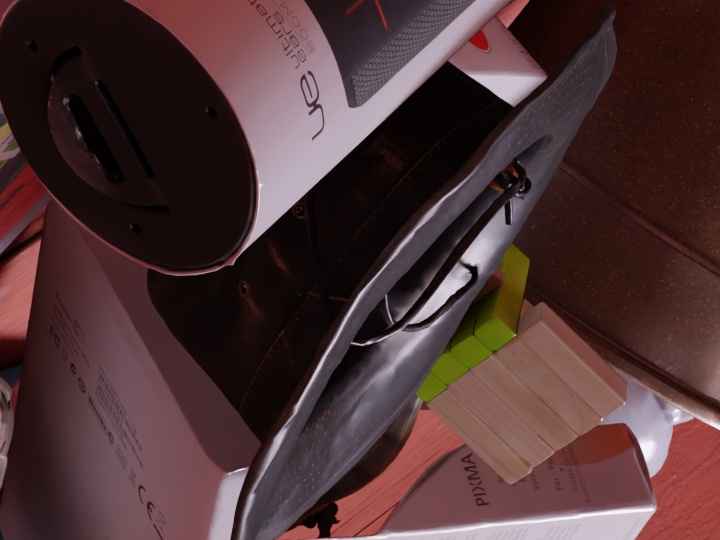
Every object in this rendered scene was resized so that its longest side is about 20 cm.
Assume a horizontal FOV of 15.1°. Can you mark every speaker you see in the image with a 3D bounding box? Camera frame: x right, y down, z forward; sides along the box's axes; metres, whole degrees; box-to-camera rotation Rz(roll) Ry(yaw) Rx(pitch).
[{"bbox_3d":[-0.002,-0.085,0.685,0.200,0.081,0.081,-44,176,-39],"label":"speaker"}]

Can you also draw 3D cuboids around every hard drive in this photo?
[{"bbox_3d":[-0.081,0.075,0.928,0.026,0.132,0.201,-16,146,-25],"label":"hard drive"}]

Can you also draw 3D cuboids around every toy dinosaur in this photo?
[{"bbox_3d":[-0.047,0.111,1.152,0.199,0.048,0.088,-28,151,0],"label":"toy dinosaur"}]

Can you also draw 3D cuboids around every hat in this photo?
[{"bbox_3d":[-0.010,-0.009,0.763,0.201,0.081,0.201,-54,174,-9],"label":"hat"}]

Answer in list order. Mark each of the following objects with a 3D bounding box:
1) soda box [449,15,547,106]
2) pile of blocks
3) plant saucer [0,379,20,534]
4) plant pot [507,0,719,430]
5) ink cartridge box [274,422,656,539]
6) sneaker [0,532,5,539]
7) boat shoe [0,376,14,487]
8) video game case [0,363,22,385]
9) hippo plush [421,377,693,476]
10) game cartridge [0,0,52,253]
[{"bbox_3d":[-0.003,-0.067,0.913,0.068,0.064,0.200,-42,170,16],"label":"soda box"},{"bbox_3d":[0.000,0.000,0.957,0.062,0.199,0.082,-76,-171,-54],"label":"pile of blocks"},{"bbox_3d":[-0.169,0.118,1.124,0.200,0.037,0.200,-41,171,7],"label":"plant saucer"},{"bbox_3d":[0.140,-0.069,1.056,0.199,0.200,0.200,-58,167,11],"label":"plant pot"},{"bbox_3d":[0.009,0.133,1.176,0.199,0.050,0.163,-1,144,-21],"label":"ink cartridge box"},{"bbox_3d":[-0.107,0.162,1.055,0.200,0.131,0.080,-36,170,-24],"label":"sneaker"},{"bbox_3d":[-0.150,0.052,0.917,0.069,0.071,0.200,-51,175,-33],"label":"boat shoe"},{"bbox_3d":[-0.181,0.101,1.152,0.200,0.018,0.143,-43,171,23],"label":"video game case"},{"bbox_3d":[0.082,0.020,1.221,0.160,0.160,0.200,-62,177,37],"label":"hippo plush"},{"bbox_3d":[-0.125,-0.026,0.730,0.200,0.041,0.133,-44,165,27],"label":"game cartridge"}]
